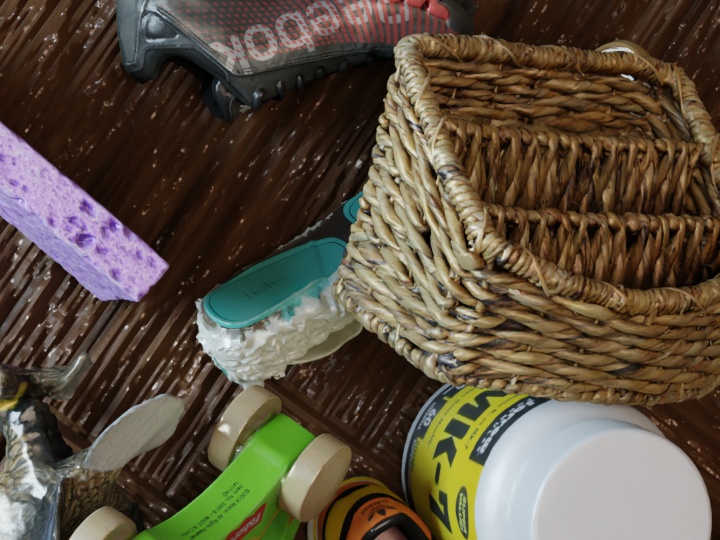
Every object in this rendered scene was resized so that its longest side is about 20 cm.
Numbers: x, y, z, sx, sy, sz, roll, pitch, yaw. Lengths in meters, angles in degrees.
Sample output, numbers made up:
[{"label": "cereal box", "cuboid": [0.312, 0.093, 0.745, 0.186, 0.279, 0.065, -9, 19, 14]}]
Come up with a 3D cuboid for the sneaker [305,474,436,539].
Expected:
[{"label": "sneaker", "cuboid": [0.034, 0.208, 1.259, 0.070, 0.090, 0.201, -26, 99, -13]}]

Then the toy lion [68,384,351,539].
[{"label": "toy lion", "cuboid": [-0.098, 0.181, 1.197, 0.068, 0.193, 0.200, 32, 42, 18]}]

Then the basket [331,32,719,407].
[{"label": "basket", "cuboid": [0.109, -0.025, 1.179, 0.199, 0.143, 0.150, 4, 111, -35]}]

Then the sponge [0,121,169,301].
[{"label": "sponge", "cuboid": [-0.186, -0.055, 1.175, 0.200, 0.111, 0.030, 41, 80, -13]}]

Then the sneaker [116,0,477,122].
[{"label": "sneaker", "cuboid": [-0.038, -0.123, 1.235, 0.199, 0.071, 0.099, 7, 90, -14]}]

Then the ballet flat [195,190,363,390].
[{"label": "ballet flat", "cuboid": [0.000, 0.000, 1.261, 0.199, 0.072, 0.072, -29, 100, -16]}]

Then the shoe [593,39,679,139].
[{"label": "shoe", "cuboid": [0.162, -0.029, 1.310, 0.069, 0.053, 0.202, -10, 93, 28]}]

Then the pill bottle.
[{"label": "pill bottle", "cuboid": [0.100, 0.116, 1.216, 0.113, 0.200, 0.115, -1, 94, -15]}]

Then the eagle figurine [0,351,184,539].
[{"label": "eagle figurine", "cuboid": [-0.173, 0.145, 1.185, 0.151, 0.151, 0.202, 2, 81, -26]}]
